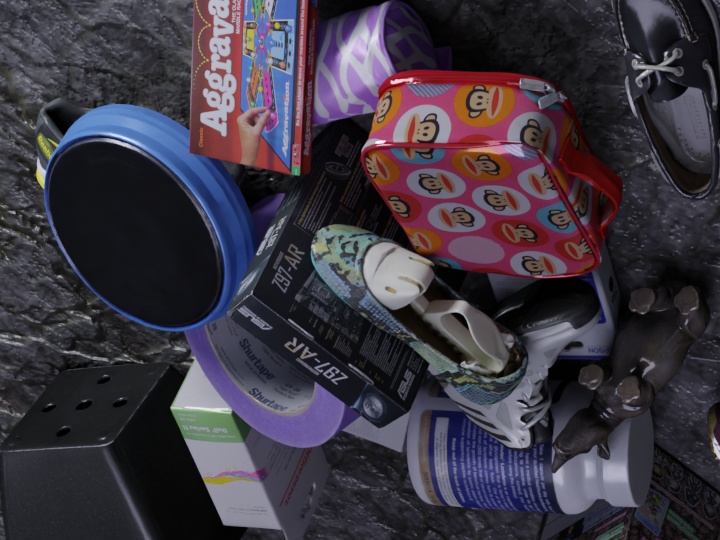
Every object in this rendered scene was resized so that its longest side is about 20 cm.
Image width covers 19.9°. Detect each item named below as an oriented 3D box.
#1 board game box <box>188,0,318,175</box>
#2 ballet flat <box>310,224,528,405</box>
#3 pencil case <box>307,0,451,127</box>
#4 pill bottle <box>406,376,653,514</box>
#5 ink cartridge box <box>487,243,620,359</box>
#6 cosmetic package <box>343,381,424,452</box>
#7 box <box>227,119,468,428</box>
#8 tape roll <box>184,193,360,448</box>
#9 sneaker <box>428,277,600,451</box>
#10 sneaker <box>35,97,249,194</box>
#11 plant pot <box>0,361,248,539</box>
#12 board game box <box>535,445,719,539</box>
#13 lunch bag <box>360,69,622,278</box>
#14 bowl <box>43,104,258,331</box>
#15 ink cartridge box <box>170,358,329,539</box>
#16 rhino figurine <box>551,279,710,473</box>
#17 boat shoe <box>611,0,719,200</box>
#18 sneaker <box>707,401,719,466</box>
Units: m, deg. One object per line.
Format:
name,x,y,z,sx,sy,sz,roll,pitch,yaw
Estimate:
board game box,-0.081,-0.179,1.548,0.102,0.019,0.202,13,110,28
ballet flat,0.052,0.025,1.584,0.199,0.075,0.074,37,136,-14
pencil case,-0.034,-0.146,1.593,0.199,0.085,0.085,-13,155,35
pill bottle,0.149,0.152,1.786,0.198,0.116,0.116,2,134,23
ink cartridge box,0.152,-0.010,1.679,0.099,0.039,0.201,0,131,24
cosmetic package,0.020,0.069,1.808,0.082,0.051,0.201,18,137,7
box,0.000,0.000,1.634,0.160,0.201,0.043,36,142,-15
tape roll,-0.059,0.043,1.736,0.199,0.085,0.202,28,135,33
sneaker,0.146,0.079,1.677,0.116,0.076,0.200,52,142,-12
sneaker,-0.190,-0.093,1.720,0.198,0.075,0.085,7,135,17
plant pot,-0.231,0.201,1.961,0.198,0.200,0.179,-5,120,28
board game box,0.223,0.283,1.822,0.097,0.201,0.159,36,137,-14
lunch bag,0.108,-0.067,1.523,0.174,0.083,0.200,3,152,23
bowl,-0.176,-0.038,1.675,0.199,0.039,0.202,20,131,25
ink cartridge box,-0.098,0.158,1.901,0.067,0.118,0.201,1,133,24
rhino figurine,0.216,0.088,1.668,0.060,0.087,0.201,39,104,19
boat shoe,0.226,-0.140,1.497,0.073,0.061,0.201,-1,132,26
sneaker,0.381,0.161,1.732,0.199,0.075,0.090,36,129,-22
